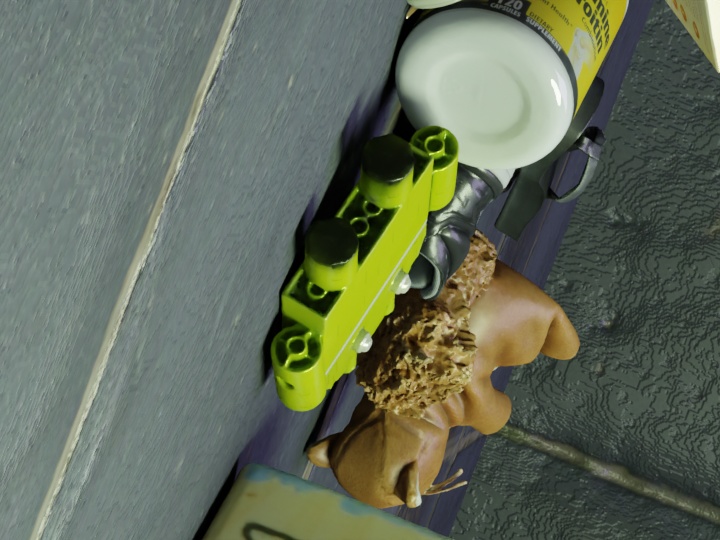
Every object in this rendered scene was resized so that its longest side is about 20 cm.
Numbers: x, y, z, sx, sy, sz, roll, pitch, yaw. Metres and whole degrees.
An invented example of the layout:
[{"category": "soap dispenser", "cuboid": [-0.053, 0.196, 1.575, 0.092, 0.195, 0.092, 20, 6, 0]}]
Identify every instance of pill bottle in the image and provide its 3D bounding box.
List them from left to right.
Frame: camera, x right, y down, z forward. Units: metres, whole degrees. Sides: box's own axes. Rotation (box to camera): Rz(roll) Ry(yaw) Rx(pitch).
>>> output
[{"category": "pill bottle", "cuboid": [0.102, -0.159, 1.752, 0.200, 0.112, 0.112, -61, 169, -48]}]

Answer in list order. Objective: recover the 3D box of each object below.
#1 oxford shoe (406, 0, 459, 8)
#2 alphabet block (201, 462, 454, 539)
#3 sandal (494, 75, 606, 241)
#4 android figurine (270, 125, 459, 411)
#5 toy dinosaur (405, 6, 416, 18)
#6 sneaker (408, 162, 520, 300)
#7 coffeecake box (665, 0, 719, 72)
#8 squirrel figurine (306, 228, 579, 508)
[{"category": "oxford shoe", "cuboid": [0.060, -0.211, 1.517, 0.058, 0.075, 0.200, 65, 30, -26]}, {"category": "alphabet block", "cuboid": [-0.033, 0.269, 1.676, 0.200, 0.195, 0.197, -60, 166, -46]}, {"category": "sandal", "cuboid": [0.133, -0.072, 1.846, 0.076, 0.043, 0.200, -59, 176, -17]}, {"category": "android figurine", "cuboid": [0.000, 0.000, 1.683, 0.182, 0.041, 0.200, -56, 167, -22]}, {"category": "toy dinosaur", "cuboid": [0.113, -0.226, 1.665, 0.106, 0.061, 0.200, 11, 132, -41]}, {"category": "sneaker", "cuboid": [0.047, -0.043, 1.859, 0.114, 0.075, 0.200, -57, 179, -1]}, {"category": "coffeecake box", "cuboid": [0.208, -0.237, 1.732, 0.200, 0.073, 0.154, -113, -172, -58]}, {"category": "squirrel figurine", "cuboid": [0.036, 0.066, 1.959, 0.187, 0.141, 0.200, -56, 155, -14]}]
